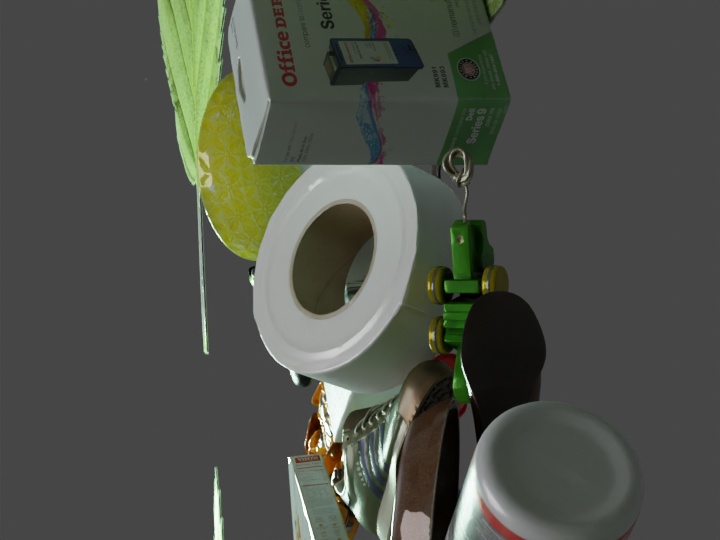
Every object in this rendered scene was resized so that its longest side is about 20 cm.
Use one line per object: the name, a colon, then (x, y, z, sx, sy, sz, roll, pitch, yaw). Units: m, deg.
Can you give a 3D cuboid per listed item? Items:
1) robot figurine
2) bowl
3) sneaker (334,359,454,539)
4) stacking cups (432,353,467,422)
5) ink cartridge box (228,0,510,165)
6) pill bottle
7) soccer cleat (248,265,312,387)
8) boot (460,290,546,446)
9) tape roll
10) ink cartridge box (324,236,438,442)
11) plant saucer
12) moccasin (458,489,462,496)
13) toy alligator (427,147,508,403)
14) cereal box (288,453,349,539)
robot figurine: (-0.021, 0.186, 2.028, 0.201, 0.058, 0.145, 103, 157, -46)
bowl: (-0.064, -0.110, 2.016, 0.107, 0.200, 0.202, -1, 91, 32)
sneaker: (0.020, 0.140, 1.661, 0.090, 0.067, 0.201, 38, 136, 30)
stacking cups: (0.052, 0.149, 1.724, 0.201, 0.060, 0.061, 103, 159, -47)
ink cartridge box: (0.004, -0.163, 1.588, 0.088, 0.199, 0.146, 107, 157, -52)
pill bottle: (0.116, 0.191, 1.364, 0.201, 0.115, 0.116, 103, 159, -48)
soccer cleat: (-0.083, 0.030, 2.206, 0.067, 0.081, 0.201, 176, 92, -76)
boot: (0.103, 0.143, 1.540, 0.200, 0.064, 0.187, 93, 178, -54)
tape roll: (0.000, 0.000, 1.695, 0.202, 0.071, 0.204, -21, 58, 39)
ink cartridge box: (0.011, 0.039, 1.827, 0.146, 0.084, 0.201, 107, 157, -54)
plant saucer: (0.047, 0.192, 1.473, 0.200, 0.034, 0.202, 3, -90, -83)
moccasin: (0.059, 0.273, 1.597, 0.080, 0.068, 0.201, 41, -137, -45)
toy alligator: (0.090, 0.003, 1.580, 0.054, 0.059, 0.201, -6, -85, -63)
cereal box: (-0.036, 0.284, 1.910, 0.200, 0.039, 0.145, -115, 21, -66)
